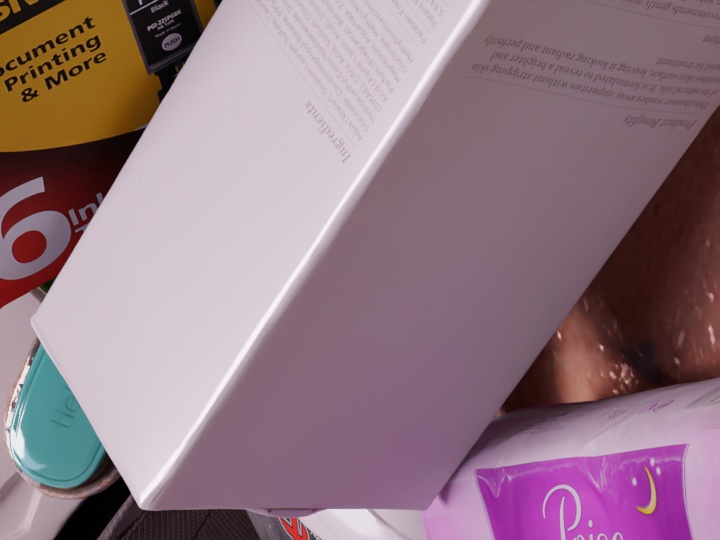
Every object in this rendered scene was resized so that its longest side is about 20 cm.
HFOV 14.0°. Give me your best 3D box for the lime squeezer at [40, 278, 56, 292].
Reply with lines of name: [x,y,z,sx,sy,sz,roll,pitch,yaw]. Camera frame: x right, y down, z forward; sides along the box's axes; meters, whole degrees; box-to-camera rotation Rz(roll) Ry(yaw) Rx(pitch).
lime squeezer: [-0.133,-0.016,1.219,0.071,0.038,0.201,-39,71,58]

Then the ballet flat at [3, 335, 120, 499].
ballet flat: [-0.069,-0.014,1.041,0.068,0.067,0.201,31,101,14]

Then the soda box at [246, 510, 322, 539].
soda box: [0.013,0.089,0.968,0.201,0.063,0.071,61,152,25]

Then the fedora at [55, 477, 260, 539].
fedora: [-0.083,0.130,1.110,0.090,0.177,0.200,41,117,-8]

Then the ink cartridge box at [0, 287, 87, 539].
ink cartridge box: [-0.171,0.084,1.159,0.084,0.145,0.200,43,164,-8]

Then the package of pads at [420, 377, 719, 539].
package of pads: [0.094,0.091,0.800,0.200,0.075,0.121,-16,92,63]

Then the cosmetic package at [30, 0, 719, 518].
cosmetic package: [0.011,-0.030,0.782,0.200,0.112,0.081,-53,52,27]

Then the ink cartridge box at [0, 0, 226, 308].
ink cartridge box: [-0.055,-0.107,0.785,0.084,0.199,0.176,55,170,33]

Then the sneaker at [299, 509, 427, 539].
sneaker: [0.000,0.000,0.902,0.201,0.078,0.099,68,154,9]
